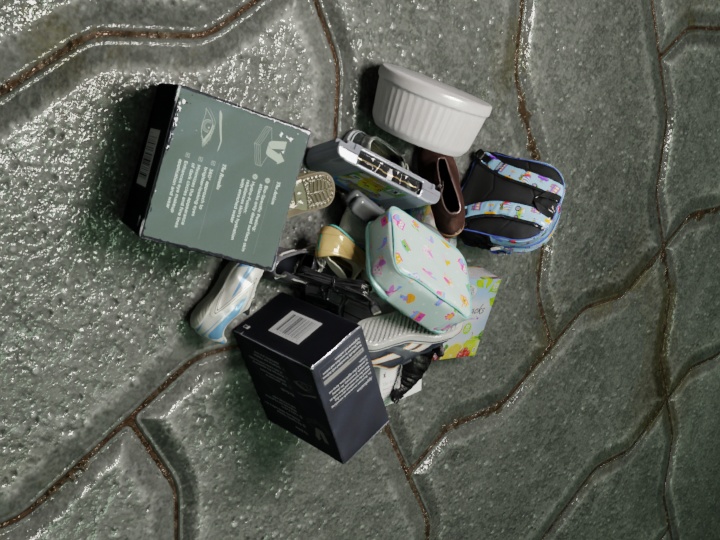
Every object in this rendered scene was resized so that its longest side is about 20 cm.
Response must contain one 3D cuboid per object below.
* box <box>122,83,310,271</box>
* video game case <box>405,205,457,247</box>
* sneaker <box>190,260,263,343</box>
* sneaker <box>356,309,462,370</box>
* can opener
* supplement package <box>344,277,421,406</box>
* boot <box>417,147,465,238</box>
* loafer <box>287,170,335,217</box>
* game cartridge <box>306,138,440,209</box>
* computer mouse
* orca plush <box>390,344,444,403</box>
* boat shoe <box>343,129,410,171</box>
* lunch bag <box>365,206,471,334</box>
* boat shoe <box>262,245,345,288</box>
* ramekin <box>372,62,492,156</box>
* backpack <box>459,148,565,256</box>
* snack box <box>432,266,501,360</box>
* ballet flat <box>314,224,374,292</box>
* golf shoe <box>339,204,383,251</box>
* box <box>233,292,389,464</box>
[{"bbox_3d":[-0.197,-0.126,1.256,0.197,0.117,0.201,15,94,-28],"label":"box"},{"bbox_3d":[0.131,-0.050,1.730,0.141,0.018,0.204,-11,112,-43],"label":"video game case"},{"bbox_3d":[-0.180,0.018,1.399,0.072,0.072,0.202,38,82,-30],"label":"sneaker"},{"bbox_3d":[0.071,0.109,1.518,0.196,0.079,0.080,-8,139,-24],"label":"sneaker"},{"bbox_3d":[0.057,-0.078,1.538,0.198,0.053,0.067,30,104,-34],"label":"can opener"},{"bbox_3d":[0.037,0.118,1.629,0.112,0.108,0.204,-17,116,-40],"label":"supplement package"},{"bbox_3d":[0.141,-0.163,1.565,0.167,0.071,0.204,79,0,-74],"label":"boot"},{"bbox_3d":[-0.136,-0.109,1.406,0.196,0.068,0.077,-9,101,-26],"label":"loafer"},{"bbox_3d":[0.016,-0.149,1.477,0.197,0.133,0.041,24,80,-26],"label":"game cartridge"},{"bbox_3d":[-0.028,0.043,1.484,0.201,0.138,0.047,83,25,-65],"label":"computer mouse"},{"bbox_3d":[0.105,0.135,1.572,0.105,0.070,0.203,33,80,-47],"label":"orca plush"},{"bbox_3d":[0.047,-0.166,1.564,0.199,0.070,0.073,32,82,-46],"label":"boat shoe"},{"bbox_3d":[0.093,-0.001,1.472,0.199,0.077,0.163,34,36,-35],"label":"lunch bag"},{"bbox_3d":[-0.089,-0.002,1.493,0.198,0.062,0.074,8,100,-46],"label":"boat shoe"},{"bbox_3d":[0.109,-0.260,1.513,0.200,0.201,0.096,5,113,-45],"label":"ramekin"},{"bbox_3d":[0.287,-0.116,1.720,0.185,0.197,0.135,-64,146,-17],"label":"backpack"},{"bbox_3d":[0.165,0.080,1.757,0.198,0.067,0.172,-1,114,-48],"label":"snack box"},{"bbox_3d":[0.000,0.000,1.506,0.199,0.068,0.064,34,66,-29],"label":"ballet flat"},{"bbox_3d":[0.042,-0.063,1.598,0.198,0.077,0.099,11,90,-46],"label":"golf shoe"},{"bbox_3d":[-0.077,0.168,1.471,0.117,0.195,0.203,-37,128,-30],"label":"box"}]
